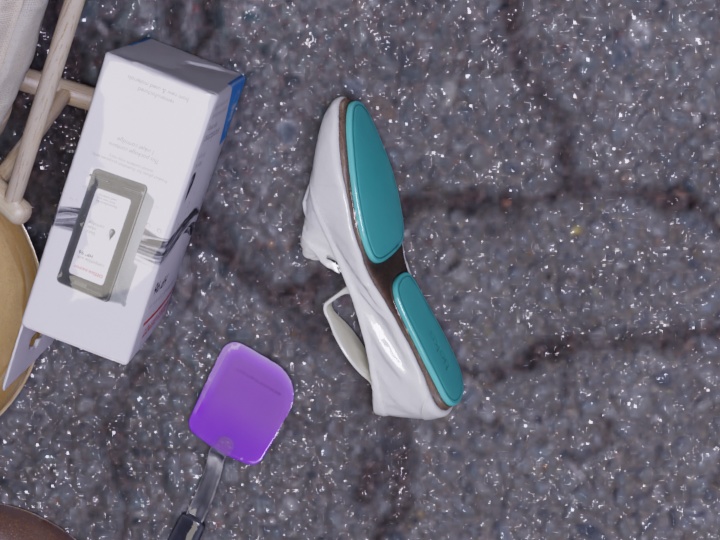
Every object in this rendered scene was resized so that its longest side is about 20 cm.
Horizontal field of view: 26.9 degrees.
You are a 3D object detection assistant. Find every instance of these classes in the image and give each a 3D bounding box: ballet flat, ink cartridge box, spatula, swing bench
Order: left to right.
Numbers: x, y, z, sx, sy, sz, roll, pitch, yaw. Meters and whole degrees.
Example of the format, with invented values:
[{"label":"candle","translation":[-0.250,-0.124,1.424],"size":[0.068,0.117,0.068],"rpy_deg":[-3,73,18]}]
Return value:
[{"label":"swing bench","translation":[-0.220,-0.169,0.802],"size":[0.199,0.130,0.200],"rpy_deg":[28,133,-3]},{"label":"ink cartridge box","translation":[-0.135,-0.024,0.870],"size":[0.067,0.116,0.202],"rpy_deg":[21,103,-1]},{"label":"spatula","translation":[-0.100,0.144,0.949],"size":[0.056,0.021,0.202],"rpy_deg":[27,105,11]},{"label":"ballet flat","translation":[0.000,0.000,0.897],"size":[0.069,0.069,0.202],"rpy_deg":[-19,100,8]}]

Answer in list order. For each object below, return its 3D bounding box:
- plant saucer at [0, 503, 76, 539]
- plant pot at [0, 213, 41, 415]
[{"label":"plant saucer","translation":[-0.249,0.251,0.978],"size":[0.198,0.032,0.203],"rpy_deg":[1,102,4]},{"label":"plant pot","translation":[-0.290,0.015,0.935],"size":[0.198,0.027,0.202],"rpy_deg":[1,101,4]}]
